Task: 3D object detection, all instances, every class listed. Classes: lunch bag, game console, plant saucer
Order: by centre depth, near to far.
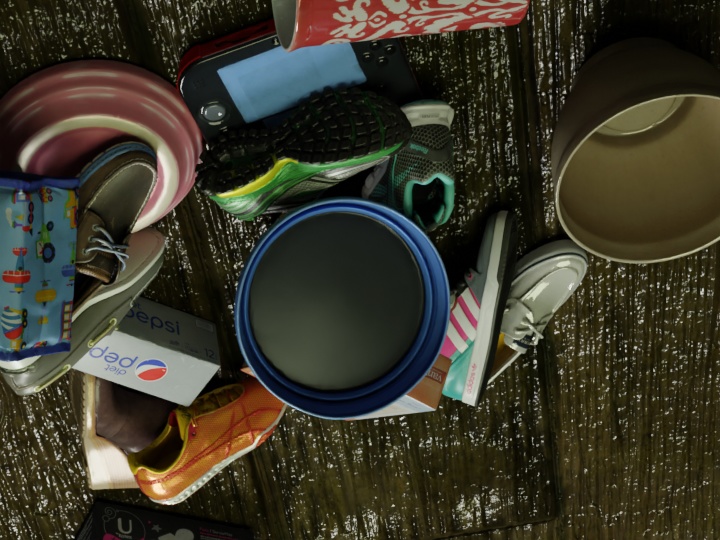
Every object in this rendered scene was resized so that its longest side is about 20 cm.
[{"bbox_3d":[-0.349,-0.013,1.536,0.198,0.152,0.094,7,-174,25],"label":"lunch bag"},{"bbox_3d":[-0.051,-0.157,1.607,0.198,0.031,0.178,-18,135,8],"label":"game console"},{"bbox_3d":[-0.240,-0.098,1.616,0.198,0.051,0.202,-6,136,-6],"label":"plant saucer"}]

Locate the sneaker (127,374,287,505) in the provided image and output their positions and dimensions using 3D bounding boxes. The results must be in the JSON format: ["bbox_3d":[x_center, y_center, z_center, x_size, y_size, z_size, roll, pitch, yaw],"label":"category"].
[{"bbox_3d":[-0.149,0.157,1.833,0.200,0.073,0.077,-41,127,-14],"label":"sneaker"}]

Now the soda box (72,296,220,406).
[{"bbox_3d":[-0.240,0.065,1.770,0.199,0.064,0.068,21,126,-29],"label":"soda box"}]

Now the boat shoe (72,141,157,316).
[{"bbox_3d":[-0.236,-0.020,1.579,0.072,0.072,0.201,23,110,-41],"label":"boat shoe"}]

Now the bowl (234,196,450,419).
[{"bbox_3d":[-0.018,0.032,1.619,0.198,0.039,0.203,-2,101,-13],"label":"bowl"}]

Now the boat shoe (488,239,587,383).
[{"bbox_3d":[0.164,0.052,1.831,0.071,0.070,0.200,26,126,-31],"label":"boat shoe"}]

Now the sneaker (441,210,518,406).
[{"bbox_3d":[0.085,0.026,1.787,0.120,0.084,0.202,15,106,11],"label":"sneaker"}]

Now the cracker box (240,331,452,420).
[{"bbox_3d":[-0.017,0.093,1.760,0.133,0.058,0.200,28,162,-21],"label":"cracker box"}]

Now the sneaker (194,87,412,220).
[{"bbox_3d":[-0.045,-0.102,1.610,0.198,0.079,0.085,-16,149,18],"label":"sneaker"}]

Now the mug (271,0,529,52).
[{"bbox_3d":[0.035,-0.265,1.446,0.198,0.134,0.178,-4,138,-12],"label":"mug"}]

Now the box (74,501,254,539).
[{"bbox_3d":[-0.229,0.359,2.035,0.198,0.115,0.133,15,132,-23],"label":"box"}]

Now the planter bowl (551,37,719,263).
[{"bbox_3d":[0.261,-0.125,1.625,0.198,0.136,0.201,-5,136,-5],"label":"planter bowl"}]

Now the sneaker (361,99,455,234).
[{"bbox_3d":[0.048,-0.065,1.662,0.077,0.092,0.201,-6,147,-10],"label":"sneaker"}]

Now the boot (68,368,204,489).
[{"bbox_3d":[-0.215,0.143,1.870,0.165,0.073,0.201,-14,136,-14],"label":"boot"}]

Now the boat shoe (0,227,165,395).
[{"bbox_3d":[-0.258,0.036,1.669,0.201,0.072,0.061,-42,140,-26],"label":"boat shoe"}]

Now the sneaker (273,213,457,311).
[{"bbox_3d":[0.000,0.000,1.713,0.198,0.078,0.083,18,90,-6],"label":"sneaker"}]
